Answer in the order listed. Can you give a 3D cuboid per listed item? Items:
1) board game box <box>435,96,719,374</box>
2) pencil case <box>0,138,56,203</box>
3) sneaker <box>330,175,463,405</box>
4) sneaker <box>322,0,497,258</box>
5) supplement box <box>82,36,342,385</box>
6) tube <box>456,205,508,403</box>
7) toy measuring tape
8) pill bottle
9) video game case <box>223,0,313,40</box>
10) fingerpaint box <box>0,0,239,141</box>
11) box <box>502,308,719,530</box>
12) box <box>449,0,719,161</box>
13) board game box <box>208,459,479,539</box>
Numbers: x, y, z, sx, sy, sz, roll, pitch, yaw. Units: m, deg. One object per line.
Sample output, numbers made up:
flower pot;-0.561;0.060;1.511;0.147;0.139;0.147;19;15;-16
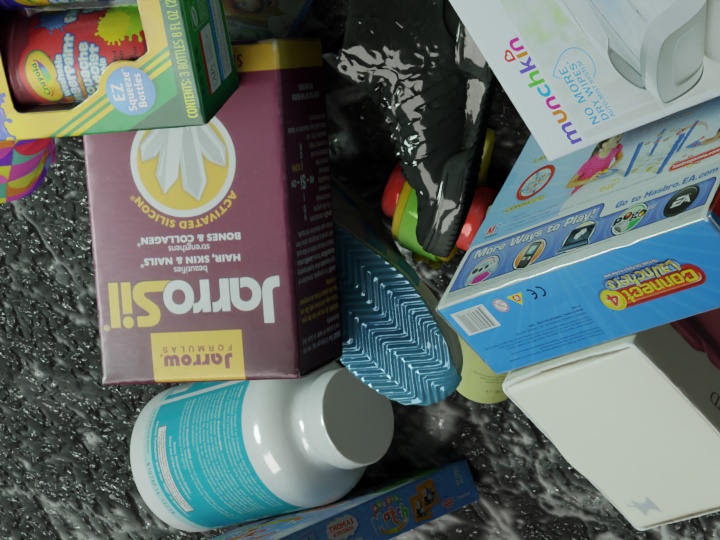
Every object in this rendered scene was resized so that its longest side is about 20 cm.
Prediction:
board game box;0.160;-0.051;1.264;0.200;0.196;0.056;-20;121;47
pencil case;-0.233;-0.105;1.517;0.088;0.089;0.200;33;164;-2
sneaker;0.000;0.000;1.485;0.200;0.081;0.077;49;117;16
sneaker;0.026;-0.112;1.356;0.104;0.060;0.201;14;112;7
supplement box;-0.090;-0.037;1.411;0.130;0.103;0.201;-3;95;15
tube;0.096;0.012;1.493;0.052;0.058;0.200;25;143;9
toy measuring tape;0.052;-0.065;1.427;0.073;0.074;0.200;23;142;11
pill bottle;-0.068;0.122;1.685;0.199;0.111;0.111;-17;122;46
video game case;-0.126;-0.188;1.403;0.199;0.018;0.143;18;145;-13
fingerpaint box;-0.171;-0.178;1.301;0.166;0.073;0.201;-3;113;16
box;0.190;0.025;1.325;0.128;0.200;0.109;45;142;-19
box;0.127;-0.183;1.199;0.176;0.097;0.200;-19;109;45
board game box;-0.035;0.189;1.676;0.151;0.200;0.037;-18;91;44
